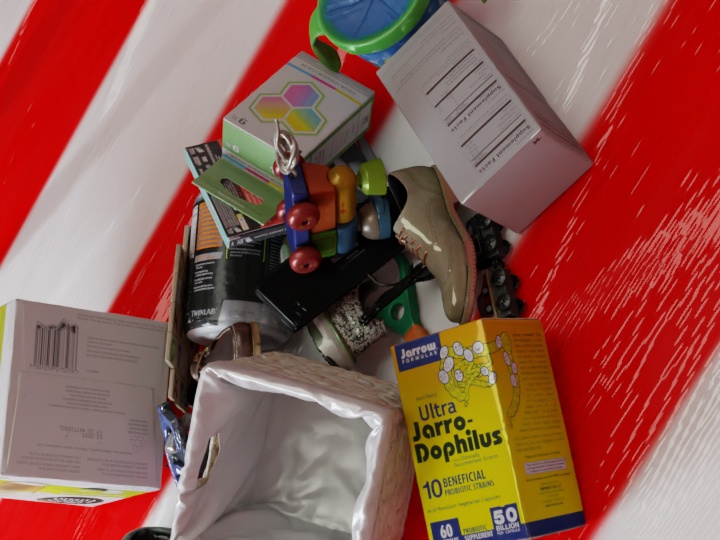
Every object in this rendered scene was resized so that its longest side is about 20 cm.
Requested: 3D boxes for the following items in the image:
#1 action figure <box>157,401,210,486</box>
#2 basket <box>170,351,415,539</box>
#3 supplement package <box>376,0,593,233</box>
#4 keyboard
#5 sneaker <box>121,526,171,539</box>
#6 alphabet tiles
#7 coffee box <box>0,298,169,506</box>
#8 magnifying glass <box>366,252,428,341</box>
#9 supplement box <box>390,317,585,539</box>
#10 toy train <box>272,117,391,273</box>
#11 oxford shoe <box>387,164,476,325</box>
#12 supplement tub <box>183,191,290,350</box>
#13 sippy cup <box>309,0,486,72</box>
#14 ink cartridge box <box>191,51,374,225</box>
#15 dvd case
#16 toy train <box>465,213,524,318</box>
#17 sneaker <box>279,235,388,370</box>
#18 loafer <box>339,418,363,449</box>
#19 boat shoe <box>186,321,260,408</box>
[{"bbox_3d":[-0.143,0.232,1.557,0.193,0.104,0.201,0,106,45],"label":"action figure"},{"bbox_3d":[-0.056,0.196,1.368,0.199,0.161,0.199,13,97,18],"label":"basket"},{"bbox_3d":[0.124,-0.155,1.420,0.110,0.114,0.200,-43,53,19],"label":"supplement package"},{"bbox_3d":[0.000,0.000,1.466,0.200,0.021,0.127,-38,61,-18],"label":"keyboard"},{"bbox_3d":[-0.211,0.352,1.542,0.200,0.083,0.121,39,129,42],"label":"sneaker"},{"bbox_3d":[-0.199,0.058,1.604,0.006,0.166,0.201,2,73,5],"label":"alphabet tiles"},{"bbox_3d":[-0.358,0.162,1.638,0.197,0.199,0.201,-22,62,51],"label":"coffee box"},{"bbox_3d":[0.046,0.051,1.483,0.080,0.022,0.200,-48,50,19],"label":"magnifying glass"},{"bbox_3d":[0.118,0.153,1.302,0.109,0.109,0.201,-19,77,34],"label":"supplement box"},{"bbox_3d":[-0.025,-0.089,1.399,0.115,0.200,0.085,-11,54,-9],"label":"toy train"},{"bbox_3d":[0.071,-0.025,1.427,0.071,0.073,0.201,103,161,-48],"label":"oxford shoe"},{"bbox_3d":[-0.134,-0.017,1.586,0.122,0.122,0.201,-9,70,38],"label":"supplement tub"},{"bbox_3d":[0.043,-0.271,1.508,0.177,0.130,0.140,17,80,38],"label":"sippy cup"},{"bbox_3d":[-0.083,-0.147,1.523,0.104,0.059,0.200,31,53,18],"label":"ink cartridge box"},{"bbox_3d":[-0.078,-0.104,1.542,0.022,0.199,0.146,96,152,-50],"label":"dvd case"},{"bbox_3d":[0.138,0.031,1.402,0.046,0.034,0.201,-30,58,33],"label":"toy train"},{"bbox_3d":[-0.023,0.024,1.509,0.088,0.077,0.200,-27,51,2],"label":"sneaker"},{"bbox_3d":[-0.047,0.143,1.497,0.200,0.070,0.070,18,80,41],"label":"loafer"},{"bbox_3d":[-0.151,0.112,1.522,0.200,0.070,0.071,115,154,-60],"label":"boat shoe"}]
